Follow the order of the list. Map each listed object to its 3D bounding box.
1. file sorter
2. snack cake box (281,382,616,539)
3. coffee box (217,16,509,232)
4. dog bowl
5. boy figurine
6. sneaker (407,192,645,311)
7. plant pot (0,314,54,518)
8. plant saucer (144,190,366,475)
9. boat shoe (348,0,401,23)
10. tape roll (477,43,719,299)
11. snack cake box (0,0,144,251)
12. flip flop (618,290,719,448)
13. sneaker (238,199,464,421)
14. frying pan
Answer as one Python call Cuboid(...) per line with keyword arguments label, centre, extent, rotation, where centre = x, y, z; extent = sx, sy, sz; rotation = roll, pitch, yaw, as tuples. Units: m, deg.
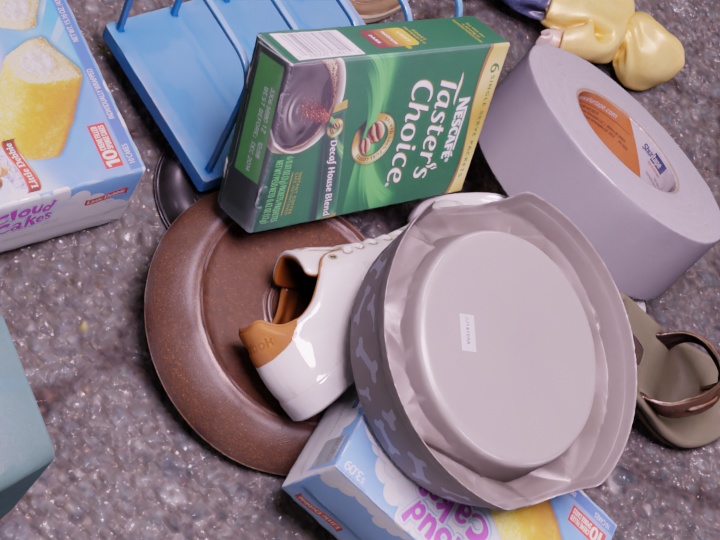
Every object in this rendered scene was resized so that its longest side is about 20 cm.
Cuboid(label="file sorter", centre=(-0.050, -0.172, 0.944), extent=(0.198, 0.123, 0.140), rotation=(-24, 71, -34))
Cuboid(label="snack cake box", centre=(0.059, 0.151, 0.864), extent=(0.200, 0.067, 0.116), rotation=(44, 52, -15))
Cuboid(label="coffee box", centre=(0.005, -0.100, 0.898), extent=(0.198, 0.124, 0.044), rotation=(-12, 41, -42))
Cuboid(label="dog bowl", centre=(0.079, 0.051, 0.832), extent=(0.198, 0.058, 0.203), rotation=(13, 67, -32))
Cuboid(label="boy figurine", centre=(0.187, -0.224, 1.157), extent=(0.198, 0.064, 0.126), rotation=(27, 55, -12))
Cuboid(label="sneaker", centre=(0.119, 0.015, 0.986), extent=(0.198, 0.075, 0.100), rotation=(30, 53, -9))
Cuboid(label="plant pot", centre=(-0.275, 0.100, 0.712), extent=(0.198, 0.141, 0.143), rotation=(-13, 70, -39))
Cuboid(label="plant saucer", centre=(-0.045, 0.032, 0.902), extent=(0.198, 0.034, 0.203), rotation=(12, 66, -29))
Cuboid(label="boat shoe", centre=(0.043, -0.271, 1.106), extent=(0.074, 0.069, 0.200), rotation=(46, 55, 2))
Cuboid(label="tape roll", centre=(0.179, -0.076, 1.023), extent=(0.199, 0.066, 0.202), rotation=(33, 30, -22))
Cuboid(label="snack cake box", centre=(-0.236, -0.119, 0.879), extent=(0.114, 0.067, 0.202), rotation=(-17, 72, -33))
Cuboid(label="flip flop", centre=(0.228, 0.072, 0.984), extent=(0.199, 0.057, 0.082), rotation=(37, 58, -42))
Cuboid(label="sneaker", centre=(0.000, 0.000, 0.876), extent=(0.085, 0.073, 0.200), rotation=(51, 54, -10))
Cuboid(label="frying pan", centre=(-0.062, -0.073, 0.976), extent=(0.189, 0.031, 0.115), rotation=(-34, 83, -33))
